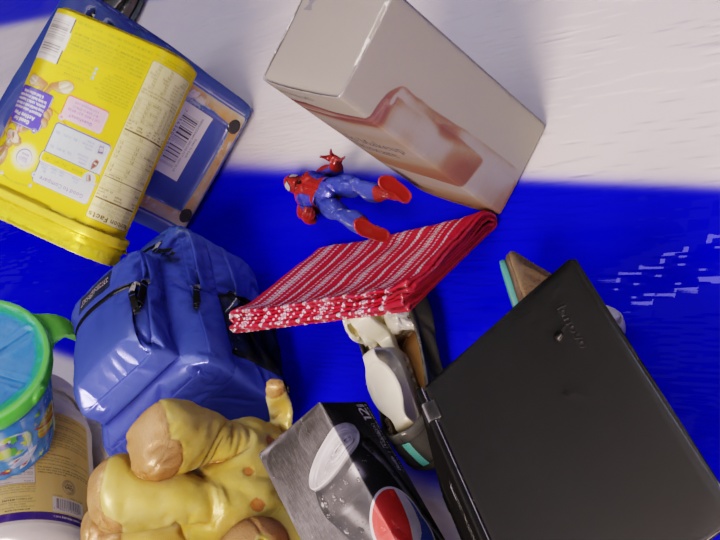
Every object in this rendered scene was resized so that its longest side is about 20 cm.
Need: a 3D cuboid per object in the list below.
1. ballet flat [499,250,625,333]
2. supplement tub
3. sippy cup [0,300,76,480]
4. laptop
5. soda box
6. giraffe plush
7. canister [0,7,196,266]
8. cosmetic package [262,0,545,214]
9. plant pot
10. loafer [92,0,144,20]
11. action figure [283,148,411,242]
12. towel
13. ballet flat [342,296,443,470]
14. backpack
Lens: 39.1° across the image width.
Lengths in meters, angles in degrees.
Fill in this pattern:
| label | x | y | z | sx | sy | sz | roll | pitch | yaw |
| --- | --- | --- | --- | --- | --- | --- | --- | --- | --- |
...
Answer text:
| label | x | y | z | sx | sy | sz | roll | pitch | yaw |
| --- | --- | --- | --- | --- | --- | --- | --- | --- | --- |
| ballet flat | 0.148 | 0.067 | 0.672 | 0.072 | 0.068 | 0.201 | -19 | 54 | 13 |
| supplement tub | -0.339 | 0.215 | 1.011 | 0.145 | 0.145 | 0.201 | -39 | 46 | 23 |
| sippy cup | -0.334 | 0.117 | 0.912 | 0.177 | 0.131 | 0.140 | -1 | 51 | -3 |
| laptop | 0.119 | 0.138 | 0.615 | 0.115 | 0.200 | 0.188 | -19 | 47 | -4 |
| soda box | 0.013 | 0.189 | 0.686 | 0.071 | 0.063 | 0.200 | -41 | 65 | 22 |
| giraffe plush | -0.091 | 0.199 | 0.775 | 0.162 | 0.199 | 0.173 | 50 | 135 | 30 |
| canister | -0.254 | -0.124 | 0.942 | 0.148 | 0.087 | 0.201 | 24 | 89 | 7 |
| cosmetic package | 0.038 | -0.129 | 0.779 | 0.103 | 0.200 | 0.088 | 24 | 86 | 49 |
| plant pot | -0.248 | -0.159 | 1.095 | 0.180 | 0.200 | 0.201 | 31 | 90 | 42 |
| loafer | -0.365 | -0.336 | 1.405 | 0.072 | 0.063 | 0.201 | 35 | 94 | 49 |
| action figure | -0.025 | -0.069 | 0.909 | 0.066 | 0.052 | 0.200 | -65 | 25 | -2 |
| towel | 0.000 | 0.000 | 0.820 | 0.199 | 0.023 | 0.145 | -10 | 21 | 41 |
| ballet flat | 0.027 | 0.059 | 0.786 | 0.068 | 0.068 | 0.201 | -38 | 46 | 21 |
| backpack | -0.169 | 0.055 | 0.916 | 0.162 | 0.168 | 0.201 | -36 | 40 | 19 |
